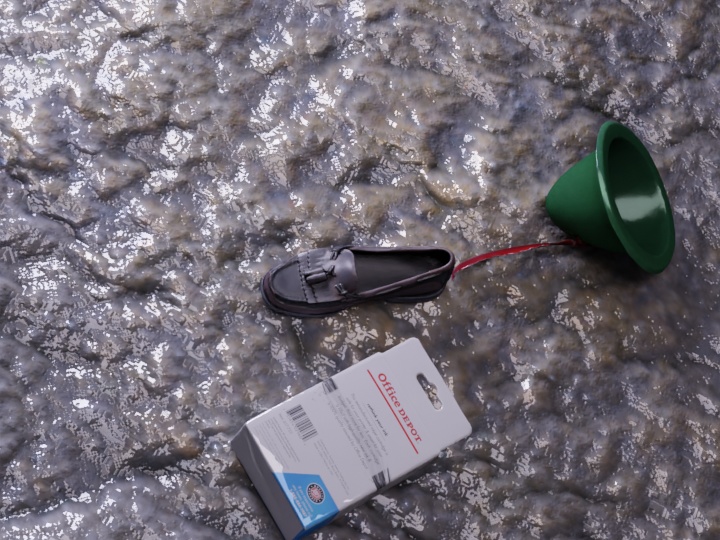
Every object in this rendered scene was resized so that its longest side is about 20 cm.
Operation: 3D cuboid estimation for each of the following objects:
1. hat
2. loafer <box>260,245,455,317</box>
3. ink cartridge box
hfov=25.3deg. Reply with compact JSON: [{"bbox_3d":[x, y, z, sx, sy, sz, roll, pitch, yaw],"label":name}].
[{"bbox_3d":[0.217,-0.058,1.727,0.200,0.175,0.167,28,51,-48],"label":"hat"},{"bbox_3d":[0.000,0.000,1.603,0.199,0.063,0.072,-5,69,-20],"label":"loafer"},{"bbox_3d":[-0.007,0.160,1.528,0.199,0.068,0.116,-26,77,-26],"label":"ink cartridge box"}]
